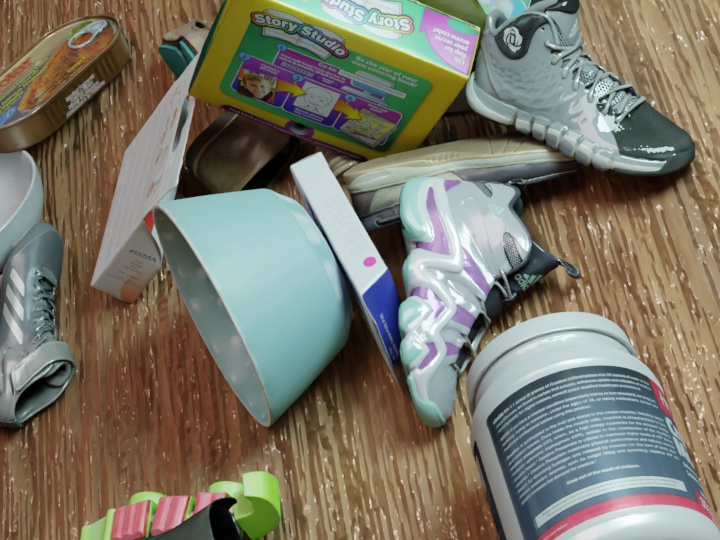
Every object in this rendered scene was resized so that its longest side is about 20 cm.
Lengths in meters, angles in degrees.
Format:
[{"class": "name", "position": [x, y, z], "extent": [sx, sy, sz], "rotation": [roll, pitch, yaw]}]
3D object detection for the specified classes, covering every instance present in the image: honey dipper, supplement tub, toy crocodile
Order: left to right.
[{"class": "toy crocodile", "position": [-0.146, 0.203, 1.485], "extent": [0.199, 0.062, 0.068], "rotation": [-13, 51, 28]}, {"class": "honey dipper", "position": [-0.055, -0.170, 1.656], "extent": [0.038, 0.038, 0.201], "rotation": [-31, 76, 11]}, {"class": "supplement tub", "position": [0.154, 0.141, 1.262], "extent": [0.140, 0.140, 0.201], "rotation": [-29, 46, 14]}]

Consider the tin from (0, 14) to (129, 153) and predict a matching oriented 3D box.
[{"class": "tin", "position": [-0.318, -0.189, 1.894], "extent": [0.112, 0.042, 0.200], "rotation": [16, 51, 38]}]

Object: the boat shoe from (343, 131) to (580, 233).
[{"class": "boat shoe", "position": [0.086, -0.071, 1.529], "extent": [0.199, 0.065, 0.072], "rotation": [-8, 15, 13]}]

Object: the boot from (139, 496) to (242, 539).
[{"class": "boot", "position": [-0.136, 0.276, 1.385], "extent": [0.138, 0.077, 0.201], "rotation": [-32, 56, 24]}]

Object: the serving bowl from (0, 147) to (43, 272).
[{"class": "serving bowl", "position": [-0.394, -0.035, 1.829], "extent": [0.199, 0.066, 0.201], "rotation": [-17, 36, 13]}]

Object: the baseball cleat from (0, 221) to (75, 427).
[{"class": "baseball cleat", "position": [-0.294, 0.052, 1.714], "extent": [0.106, 0.070, 0.201], "rotation": [6, 71, 31]}]

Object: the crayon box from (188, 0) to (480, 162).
[{"class": "crayon box", "position": [-0.025, -0.174, 1.545], "extent": [0.173, 0.199, 0.059], "rotation": [127, 161, -58]}]

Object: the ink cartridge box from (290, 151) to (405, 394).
[{"class": "ink cartridge box", "position": [0.000, 0.000, 1.508], "extent": [0.037, 0.095, 0.200], "rotation": [-24, 47, -2]}]

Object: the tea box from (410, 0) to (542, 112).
[{"class": "tea box", "position": [0.047, -0.243, 1.594], "extent": [0.199, 0.197, 0.134], "rotation": [-2, 57, 33]}]

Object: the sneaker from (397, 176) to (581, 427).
[{"class": "sneaker", "position": [0.102, 0.019, 1.444], "extent": [0.139, 0.078, 0.201], "rotation": [-3, 76, 10]}]

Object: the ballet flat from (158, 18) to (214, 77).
[{"class": "ballet flat", "position": [-0.141, -0.209, 1.770], "extent": [0.067, 0.068, 0.200], "rotation": [-33, 25, -9]}]

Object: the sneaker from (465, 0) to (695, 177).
[{"class": "sneaker", "position": [0.174, -0.153, 1.459], "extent": [0.199, 0.116, 0.075], "rotation": [22, 34, 24]}]

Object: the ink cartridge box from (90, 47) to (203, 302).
[{"class": "ink cartridge box", "position": [-0.172, -0.086, 1.670], "extent": [0.200, 0.050, 0.163], "rotation": [-41, 33, 49]}]

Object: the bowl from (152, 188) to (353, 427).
[{"class": "bowl", "position": [-0.078, 0.013, 1.511], "extent": [0.105, 0.201, 0.201], "rotation": [-28, 42, -13]}]

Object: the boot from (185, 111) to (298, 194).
[{"class": "boot", "position": [-0.068, -0.143, 1.701], "extent": [0.200, 0.074, 0.075], "rotation": [-49, 55, 5]}]
